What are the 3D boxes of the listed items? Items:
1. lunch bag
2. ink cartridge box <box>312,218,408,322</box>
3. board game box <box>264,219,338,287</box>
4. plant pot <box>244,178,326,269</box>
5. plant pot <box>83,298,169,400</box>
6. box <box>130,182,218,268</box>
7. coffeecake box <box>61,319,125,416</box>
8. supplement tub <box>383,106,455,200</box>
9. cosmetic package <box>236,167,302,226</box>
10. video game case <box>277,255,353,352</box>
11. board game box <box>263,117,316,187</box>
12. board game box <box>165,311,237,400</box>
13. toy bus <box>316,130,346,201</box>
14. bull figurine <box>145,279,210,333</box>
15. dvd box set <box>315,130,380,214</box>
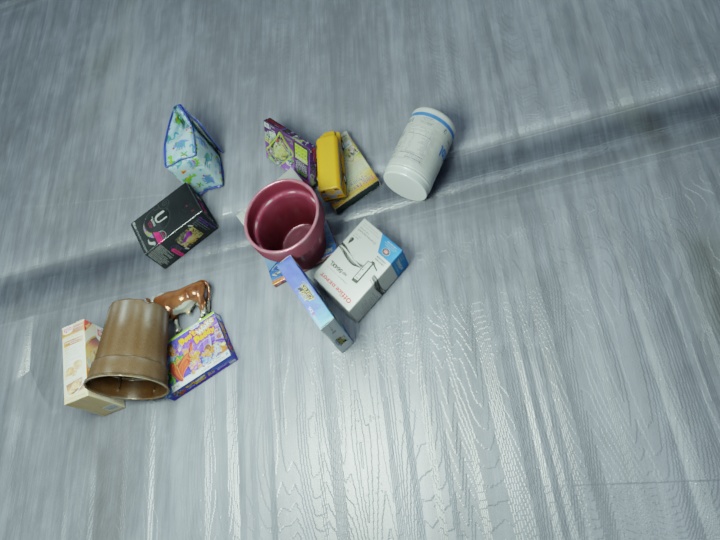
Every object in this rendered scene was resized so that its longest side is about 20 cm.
[{"bbox_3d":[-0.479,-0.350,1.726,0.124,0.171,0.205,-18,62,8],"label":"lunch bag"},{"bbox_3d":[0.000,0.000,1.485,0.145,0.085,0.201,39,82,26],"label":"ink cartridge box"},{"bbox_3d":[-0.158,-0.046,1.588,0.196,0.020,0.105,-27,62,4],"label":"board game box"},{"bbox_3d":[-0.169,-0.096,1.501,0.193,0.180,0.206,-6,65,13],"label":"plant pot"},{"bbox_3d":[-0.555,0.191,1.468,0.194,0.201,0.204,-7,63,13],"label":"plant pot"},{"bbox_3d":[-0.520,-0.125,1.680,0.198,0.106,0.123,-37,63,-2],"label":"box"},{"bbox_3d":[-0.688,0.252,1.545,0.071,0.154,0.205,-20,64,7],"label":"coffeecake box"},{"bbox_3d":[0.153,-0.300,1.539,0.129,0.132,0.205,19,75,23],"label":"supplement tub"},{"bbox_3d":[-0.221,-0.164,1.608,0.199,0.107,0.090,-43,62,-6],"label":"cosmetic package"},{"bbox_3d":[-0.104,0.082,1.427,0.045,0.182,0.201,-36,63,-2],"label":"video game case"},{"bbox_3d":[-0.195,-0.326,1.654,0.032,0.123,0.198,-29,52,-36],"label":"board game box"},{"bbox_3d":[-0.428,0.220,1.543,0.197,0.045,0.136,-32,63,2],"label":"board game box"},{"bbox_3d":[-0.079,-0.284,1.595,0.063,0.079,0.206,-10,65,12],"label":"toy bus"},{"bbox_3d":[-0.487,0.098,1.602,0.195,0.065,0.125,-23,70,12],"label":"bull figurine"},{"bbox_3d":[-0.051,-0.271,1.643,0.144,0.029,0.203,-33,62,1],"label":"dvd box set"}]
